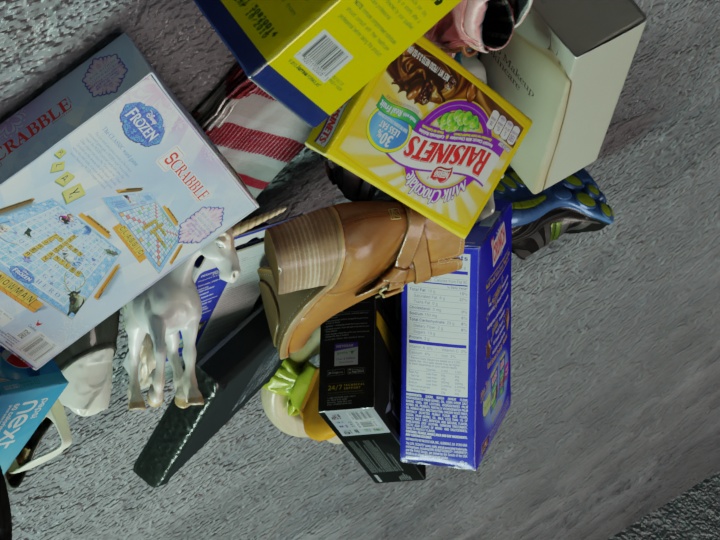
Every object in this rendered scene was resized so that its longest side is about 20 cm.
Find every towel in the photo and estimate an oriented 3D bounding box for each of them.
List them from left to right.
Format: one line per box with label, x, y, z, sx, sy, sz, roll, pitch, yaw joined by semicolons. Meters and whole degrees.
towel;-0.074;-0.101;1.242;0.200;0.023;0.144;-45;159;19

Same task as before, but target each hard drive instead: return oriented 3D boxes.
hard drive;-0.107;0.088;1.469;0.140;0.033;0.200;-57;173;36

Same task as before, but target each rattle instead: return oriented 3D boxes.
rattle;0.002;0.139;1.643;0.131;0.142;0.200;-53;134;-18

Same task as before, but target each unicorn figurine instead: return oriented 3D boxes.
unicorn figurine;-0.138;0.032;1.271;0.073;0.139;0.199;2;173;-37

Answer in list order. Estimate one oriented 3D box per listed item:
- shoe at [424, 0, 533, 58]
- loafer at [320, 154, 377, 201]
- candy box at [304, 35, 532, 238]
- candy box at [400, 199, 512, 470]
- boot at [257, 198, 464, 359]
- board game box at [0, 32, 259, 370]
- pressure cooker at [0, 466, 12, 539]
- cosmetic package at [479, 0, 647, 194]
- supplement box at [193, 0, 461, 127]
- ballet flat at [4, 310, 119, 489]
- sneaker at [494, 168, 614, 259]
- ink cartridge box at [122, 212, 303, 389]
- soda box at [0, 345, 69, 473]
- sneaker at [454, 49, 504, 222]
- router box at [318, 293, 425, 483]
shoe;0.065;-0.173;1.197;0.071;0.091;0.201;-45;161;-17
loafer;-0.004;-0.112;1.253;0.200;0.062;0.072;100;13;-69
candy box;0.045;-0.096;1.184;0.103;0.026;0.200;-58;146;4
candy box;0.087;0.051;1.518;0.169;0.076;0.202;-44;137;-69
boot;0.000;0.000;1.346;0.154;0.077;0.201;-13;152;-12
board game box;-0.186;-0.038;1.128;0.199;0.041;0.200;-36;152;0
pressure cooker;-0.356;0.174;1.150;0.199;0.177;0.179;-17;155;-40
cosmetic package;0.152;-0.162;1.363;0.073;0.104;0.201;-29;157;-17
supplement box;-0.001;-0.201;1.022;0.200;0.109;0.109;-40;159;8
ballet flat;-0.234;0.097;1.334;0.200;0.069;0.068;-48;162;27
sneaker;0.172;-0.057;1.675;0.198;0.071;0.083;-8;151;-43
ink cartridge box;-0.122;0.018;1.395;0.094;0.037;0.200;-20;156;-38
soda box;-0.303;0.127;1.295;0.068;0.064;0.200;-10;146;-50
sneaker;0.082;-0.108;1.394;0.076;0.081;0.200;-31;158;-9
router box;0.013;0.084;1.528;0.052;0.159;0.200;-5;154;13
